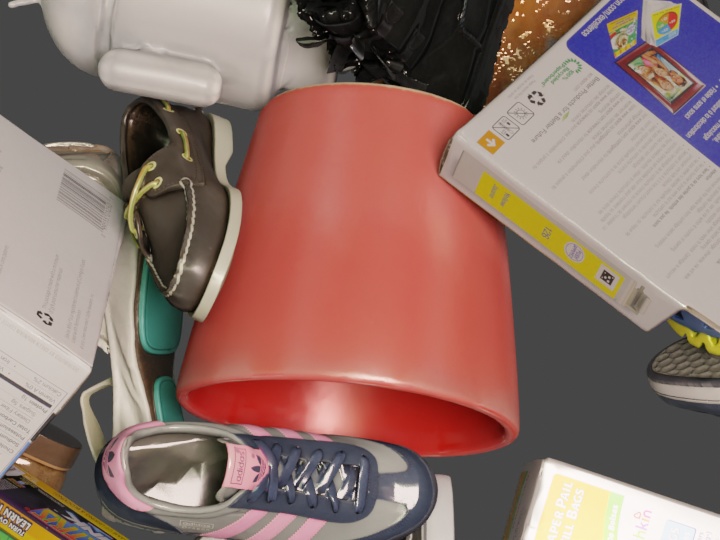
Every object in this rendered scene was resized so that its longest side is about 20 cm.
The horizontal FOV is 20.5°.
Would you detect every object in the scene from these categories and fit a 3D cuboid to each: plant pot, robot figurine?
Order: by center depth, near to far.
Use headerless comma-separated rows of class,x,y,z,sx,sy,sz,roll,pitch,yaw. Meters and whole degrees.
plant pot,0.000,0.000,1.142,0.198,0.201,0.179,6,75,-1
robot figurine,-0.105,-0.162,1.186,0.198,0.114,0.171,13,43,0

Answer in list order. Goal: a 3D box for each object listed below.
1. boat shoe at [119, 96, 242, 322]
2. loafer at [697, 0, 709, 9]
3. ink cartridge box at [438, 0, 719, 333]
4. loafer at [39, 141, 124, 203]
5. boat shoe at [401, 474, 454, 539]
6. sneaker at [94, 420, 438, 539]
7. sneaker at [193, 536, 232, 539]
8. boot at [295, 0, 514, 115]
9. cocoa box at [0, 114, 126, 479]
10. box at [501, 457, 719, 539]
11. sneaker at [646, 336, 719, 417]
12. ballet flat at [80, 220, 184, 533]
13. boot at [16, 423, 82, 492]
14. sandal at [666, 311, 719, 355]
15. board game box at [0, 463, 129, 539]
boat shoe,-0.108,-0.038,1.128,0.060,0.202,0.072,22,113,-18
loafer,0.180,-0.105,1.210,0.070,0.068,0.203,-8,87,-12
ink cartridge box,0.178,-0.058,1.102,0.200,0.047,0.197,40,53,11
loafer,-0.239,-0.044,1.204,0.198,0.063,0.073,-4,116,1
boat shoe,0.023,0.220,1.170,0.056,0.069,0.202,6,85,0
sneaker,-0.050,0.121,1.116,0.198,0.082,0.071,1,75,-6
sneaker,-0.091,0.229,1.165,0.200,0.073,0.114,-42,92,-4
boot,0.030,-0.188,1.156,0.073,0.162,0.200,2,70,30
cocoa box,-0.224,0.016,1.086,0.133,0.201,0.131,35,111,-17
box,0.177,0.192,1.159,0.198,0.101,0.114,19,83,1
sneaker,0.273,0.110,1.183,0.200,0.077,0.148,1,118,30
ballet flat,-0.139,0.057,1.191,0.069,0.069,0.202,-5,84,-2
boot,-0.270,0.094,1.179,0.198,0.074,0.076,27,93,-1
sandal,0.264,0.000,1.144,0.198,0.080,0.088,-3,121,30
board game box,-0.181,0.217,1.104,0.199,0.057,0.167,28,101,25
